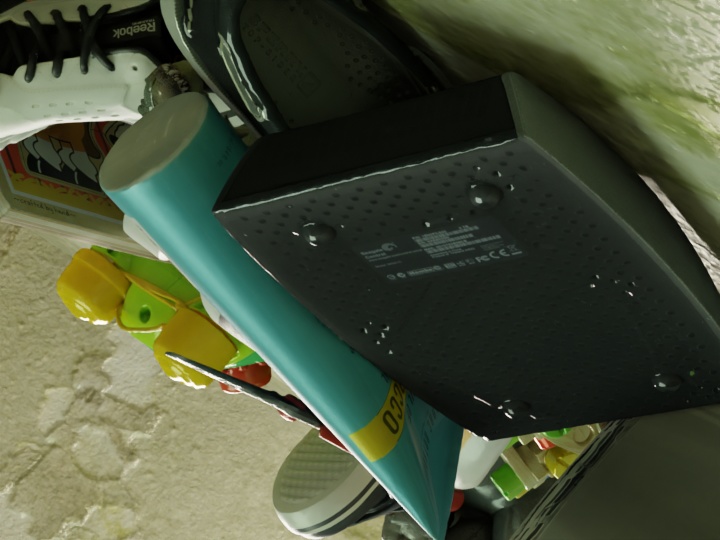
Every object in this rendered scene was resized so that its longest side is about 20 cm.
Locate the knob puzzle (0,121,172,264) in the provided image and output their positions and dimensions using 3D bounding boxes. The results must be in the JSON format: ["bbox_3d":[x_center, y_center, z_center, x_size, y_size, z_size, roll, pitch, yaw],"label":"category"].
[{"bbox_3d":[-0.134,-0.096,1.028,0.220,0.030,0.220,38,-152,-25],"label":"knob puzzle"}]

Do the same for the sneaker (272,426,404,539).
[{"bbox_3d":[0.016,0.101,1.148,0.079,0.078,0.200,59,-153,-15],"label":"sneaker"}]

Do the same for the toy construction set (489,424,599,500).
[{"bbox_3d":[0.098,0.073,1.069,0.131,0.092,0.200,55,162,-16],"label":"toy construction set"}]

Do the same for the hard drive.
[{"bbox_3d":[0.052,0.000,0.760,0.135,0.042,0.200,-12,147,29],"label":"hard drive"}]

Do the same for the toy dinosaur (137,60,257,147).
[{"bbox_3d":[-0.009,-0.030,0.850,0.200,0.088,0.047,49,173,-28],"label":"toy dinosaur"}]

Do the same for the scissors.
[{"bbox_3d":[-0.028,0.062,0.928,0.200,0.014,0.073,29,-172,-39],"label":"scissors"}]

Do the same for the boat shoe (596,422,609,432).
[{"bbox_3d":[0.192,0.105,0.959,0.200,0.072,0.076,35,-175,-2],"label":"boat shoe"}]

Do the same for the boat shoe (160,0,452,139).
[{"bbox_3d":[0.005,-0.047,0.788,0.200,0.076,0.060,39,178,-31],"label":"boat shoe"}]

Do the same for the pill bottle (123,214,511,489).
[{"bbox_3d":[0.000,0.000,0.948,0.200,0.116,0.116,35,173,5],"label":"pill bottle"}]

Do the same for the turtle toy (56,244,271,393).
[{"bbox_3d":[-0.055,0.010,1.115,0.200,0.146,0.101,31,164,31],"label":"turtle toy"}]

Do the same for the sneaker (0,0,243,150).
[{"bbox_3d":[-0.120,-0.091,0.858,0.200,0.074,0.080,-6,170,-14],"label":"sneaker"}]

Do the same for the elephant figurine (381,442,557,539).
[{"bbox_3d":[0.090,0.124,1.357,0.142,0.155,0.200,69,-158,0],"label":"elephant figurine"}]

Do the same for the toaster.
[{"bbox_3d":[0.138,0.129,0.812,0.129,0.200,0.114,26,158,49],"label":"toaster"}]

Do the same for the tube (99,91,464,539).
[{"bbox_3d":[-0.020,0.018,0.809,0.050,0.077,0.200,-19,126,33],"label":"tube"}]
